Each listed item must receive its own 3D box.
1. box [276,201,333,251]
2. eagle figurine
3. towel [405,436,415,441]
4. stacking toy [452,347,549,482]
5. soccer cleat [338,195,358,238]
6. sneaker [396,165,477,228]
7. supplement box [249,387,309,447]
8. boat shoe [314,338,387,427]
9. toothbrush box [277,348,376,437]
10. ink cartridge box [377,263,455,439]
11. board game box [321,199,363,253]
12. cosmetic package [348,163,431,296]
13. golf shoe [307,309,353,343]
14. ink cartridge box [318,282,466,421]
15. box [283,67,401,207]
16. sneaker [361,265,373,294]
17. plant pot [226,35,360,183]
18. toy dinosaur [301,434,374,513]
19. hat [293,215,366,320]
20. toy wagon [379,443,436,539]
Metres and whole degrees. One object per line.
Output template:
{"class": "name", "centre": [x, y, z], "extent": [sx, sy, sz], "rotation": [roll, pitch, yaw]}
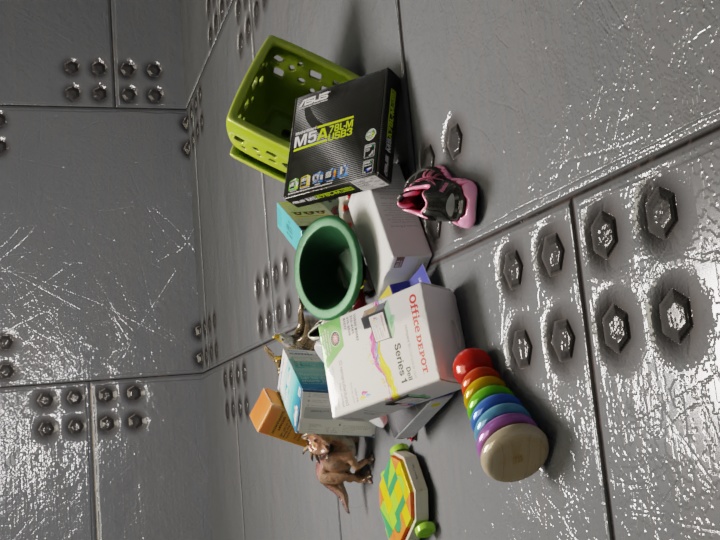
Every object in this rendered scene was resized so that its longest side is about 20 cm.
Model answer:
{"class": "box", "centre": [-0.089, -0.077, 1.680], "extent": [0.200, 0.081, 0.050], "rotation": [-133, 40, -65]}
{"class": "eagle figurine", "centre": [-0.117, 0.137, 1.963], "extent": [0.151, 0.151, 0.201], "rotation": [39, 105, 13]}
{"class": "towel", "centre": [0.063, 0.161, 1.553], "extent": [0.145, 0.022, 0.202], "rotation": [-139, 50, -66]}
{"class": "stacking toy", "centre": [0.163, 0.167, 1.187], "extent": [0.201, 0.084, 0.086], "rotation": [-111, 27, -54]}
{"class": "soccer cleat", "centre": [-0.011, -0.134, 1.684], "extent": [0.078, 0.068, 0.202], "rotation": [96, 166, -63]}
{"class": "sneaker", "centre": [0.090, -0.106, 1.340], "extent": [0.200, 0.094, 0.080], "rotation": [-151, 60, -70]}
{"class": "supplement box", "centre": [-0.104, 0.289, 1.772], "extent": [0.067, 0.199, 0.069], "rotation": [-62, 30, 9]}
{"class": "boat shoe", "centre": [0.000, 0.173, 1.561], "extent": [0.071, 0.068, 0.201], "rotation": [3, 132, 55]}
{"class": "toothbrush box", "centre": [-0.060, 0.217, 1.694], "extent": [0.200, 0.145, 0.086], "rotation": [-132, 50, -70]}
{"class": "ink cartridge box", "centre": [0.072, 0.127, 1.439], "extent": [0.200, 0.047, 0.199], "rotation": [121, 137, -52]}
{"class": "board game box", "centre": [-0.058, -0.075, 1.816], "extent": [0.148, 0.064, 0.202], "rotation": [114, 149, -54]}
{"class": "cosmetic package", "centre": [0.045, -0.068, 1.509], "extent": [0.102, 0.073, 0.201], "rotation": [111, 149, -49]}
{"class": "golf shoe", "centre": [-0.058, 0.118, 1.788], "extent": [0.200, 0.096, 0.079], "rotation": [119, 142, -58]}
{"class": "ink cartridge box", "centre": [0.047, 0.120, 1.359], "extent": [0.199, 0.084, 0.146], "rotation": [-24, 66, 33]}
{"class": "box", "centre": [-0.031, -0.214, 1.536], "extent": [0.198, 0.047, 0.195], "rotation": [-10, 66, 36]}
{"class": "sneaker", "centre": [-0.036, 0.038, 1.708], "extent": [0.200, 0.084, 0.075], "rotation": [-42, 27, 60]}
{"class": "plant pot", "centre": [-0.127, -0.272, 1.727], "extent": [0.182, 0.197, 0.202], "rotation": [121, 173, -67]}
{"class": "toy dinosaur", "centre": [-0.052, 0.348, 1.730], "extent": [0.086, 0.134, 0.202], "rotation": [-129, 40, -60]}
{"class": "hat", "centre": [0.000, 0.000, 1.579], "extent": [0.199, 0.175, 0.167], "rotation": [-30, 68, 45]}
{"class": "toy wagon", "centre": [0.067, 0.388, 1.535], "extent": [0.201, 0.039, 0.156], "rotation": [107, 154, -43]}
